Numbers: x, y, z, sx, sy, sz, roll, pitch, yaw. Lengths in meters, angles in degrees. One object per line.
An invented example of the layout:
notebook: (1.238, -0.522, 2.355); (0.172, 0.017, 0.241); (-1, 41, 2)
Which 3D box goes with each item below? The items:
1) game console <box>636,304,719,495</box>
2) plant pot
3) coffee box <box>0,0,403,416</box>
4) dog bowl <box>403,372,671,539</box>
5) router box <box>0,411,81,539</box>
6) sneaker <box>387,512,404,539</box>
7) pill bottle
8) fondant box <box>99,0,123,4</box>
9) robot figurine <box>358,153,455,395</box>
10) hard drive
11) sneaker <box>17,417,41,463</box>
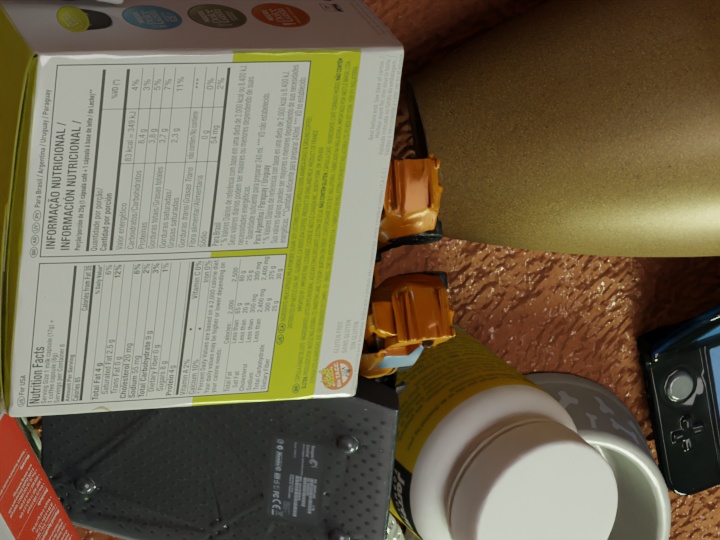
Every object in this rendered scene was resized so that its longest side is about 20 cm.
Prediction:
game console: (0.291, 0.057, 1.661); (0.199, 0.118, 0.172); (-18, 113, -14)
plant pot: (0.132, -0.083, 1.499); (0.199, 0.187, 0.187); (-11, 121, -2)
coffee box: (-0.112, -0.062, 1.366); (0.197, 0.200, 0.201); (-3, 118, -22)
dog bowl: (0.111, 0.168, 1.678); (0.199, 0.059, 0.201); (-10, 119, -19)
router box: (-0.260, 0.142, 1.429); (0.199, 0.049, 0.180); (-4, 128, 25)
sneaker: (-0.061, 0.138, 1.561); (0.199, 0.087, 0.075); (25, 98, -26)
pill bottle: (0.059, 0.103, 1.526); (0.114, 0.200, 0.115); (-11, 115, -25)
fondant box: (-0.202, -0.218, 1.257); (0.199, 0.145, 0.058); (9, 147, -18)
robot figurine: (0.000, 0.000, 1.452); (0.058, 0.200, 0.146); (-3, 83, -18)
hard drive: (-0.077, 0.097, 1.434); (0.199, 0.042, 0.135); (10, 124, 9)
sneaker: (-0.226, 0.080, 1.453); (0.066, 0.091, 0.200); (-30, 125, -2)
